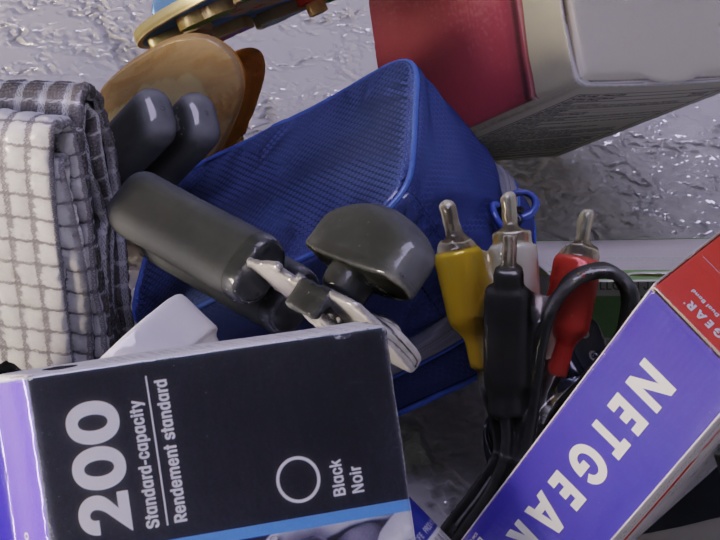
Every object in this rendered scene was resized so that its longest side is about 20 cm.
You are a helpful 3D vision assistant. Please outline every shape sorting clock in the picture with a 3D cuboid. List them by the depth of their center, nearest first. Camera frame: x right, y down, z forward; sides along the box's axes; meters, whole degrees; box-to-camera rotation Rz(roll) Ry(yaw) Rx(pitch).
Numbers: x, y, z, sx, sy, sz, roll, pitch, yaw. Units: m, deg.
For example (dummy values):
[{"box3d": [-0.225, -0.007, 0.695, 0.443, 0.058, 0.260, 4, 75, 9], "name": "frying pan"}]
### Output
[{"box3d": [-0.031, -0.160, 1.147, 0.199, 0.040, 0.200, -25, 0, 0], "name": "shape sorting clock"}]

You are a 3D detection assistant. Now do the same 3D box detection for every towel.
[{"box3d": [-0.198, 0.003, 1.029, 0.164, 0.202, 0.086, 3, 27, 14], "name": "towel"}]

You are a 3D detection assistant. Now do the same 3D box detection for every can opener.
[{"box3d": [-0.038, -0.005, 0.922, 0.199, 0.053, 0.067, 21, 71, 47], "name": "can opener"}, {"box3d": [-0.136, -0.024, 1.087, 0.052, 0.200, 0.067, 1, 58, -38], "name": "can opener"}]

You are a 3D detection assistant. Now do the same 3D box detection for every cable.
[{"box3d": [0.077, 0.067, 0.949, 0.096, 0.202, 0.050, 4, 6, 9], "name": "cable"}]

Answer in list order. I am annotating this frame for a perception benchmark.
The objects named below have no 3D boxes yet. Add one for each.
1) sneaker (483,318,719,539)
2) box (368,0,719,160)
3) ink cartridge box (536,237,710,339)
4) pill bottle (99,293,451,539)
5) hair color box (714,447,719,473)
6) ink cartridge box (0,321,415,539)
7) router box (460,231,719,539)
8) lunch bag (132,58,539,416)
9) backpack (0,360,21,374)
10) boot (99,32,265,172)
[{"box3d": [0.158, 0.085, 1.000, 0.200, 0.077, 0.147, -9, 56, -10], "name": "sneaker"}, {"box3d": [0.110, -0.135, 1.178, 0.127, 0.110, 0.200, -5, -8, -30], "name": "box"}, {"box3d": [0.158, 0.014, 1.064, 0.144, 0.048, 0.200, 0, 8, -1], "name": "ink cartridge box"}, {"box3d": [-0.042, 0.113, 0.893, 0.200, 0.116, 0.116, 46, 50, 4], "name": "pill bottle"}, {"box3d": [0.225, 0.147, 0.827, 0.060, 0.201, 0.099, -34, 20, -35], "name": "hair color box"}, {"box3d": [-0.073, 0.130, 0.790, 0.198, 0.200, 0.043, -8, -3, -14], "name": "ink cartridge box"}, {"box3d": [0.142, 0.041, 0.840, 0.049, 0.201, 0.179, 45, 49, 14], "name": "router box"}, {"box3d": [0.000, 0.000, 1.049, 0.199, 0.133, 0.137, -24, 34, 26], "name": "lunch bag"}, {"box3d": [-0.190, 0.130, 0.890, 0.150, 0.178, 0.200, -34, 52, -2], "name": "backpack"}, {"box3d": [-0.093, -0.096, 1.171, 0.071, 0.201, 0.144, 43, 45, -1], "name": "boot"}]
